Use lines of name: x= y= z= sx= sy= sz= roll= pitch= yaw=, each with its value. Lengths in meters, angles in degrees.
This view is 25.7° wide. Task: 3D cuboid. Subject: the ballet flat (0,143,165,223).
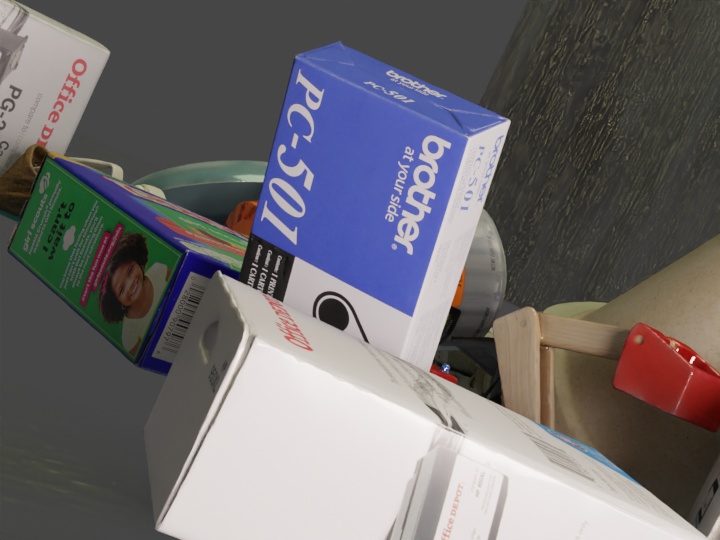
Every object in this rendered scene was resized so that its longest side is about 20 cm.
ballet flat: x=-0.180 y=-0.038 z=1.121 sx=0.200 sy=0.072 sz=0.068 roll=29 pitch=4 yaw=31

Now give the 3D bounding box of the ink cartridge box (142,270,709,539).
ink cartridge box: x=0.018 y=0.087 z=0.642 sx=0.200 sy=0.084 sz=0.145 roll=26 pitch=3 yaw=-13

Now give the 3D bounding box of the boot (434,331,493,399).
boot: x=0.118 y=0.089 z=1.381 sx=0.155 sy=0.072 sz=0.200 roll=29 pitch=0 yaw=37

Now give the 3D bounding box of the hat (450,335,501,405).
hat: x=0.144 y=0.114 z=1.156 sx=0.200 sy=0.081 sz=0.201 roll=23 pitch=-13 yaw=6

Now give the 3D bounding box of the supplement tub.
supplement tub: x=0.000 y=0.000 z=1.200 sx=0.200 sy=0.123 sz=0.123 roll=2 pitch=16 yaw=-30

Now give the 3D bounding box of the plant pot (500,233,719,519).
plant pot: x=0.215 y=0.063 z=0.911 sx=0.200 sy=0.183 sz=0.201 roll=27 pitch=38 yaw=-23

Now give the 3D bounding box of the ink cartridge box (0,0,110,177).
ink cartridge box: x=-0.315 y=-0.151 z=1.217 sx=0.200 sy=0.145 sz=0.083 roll=24 pitch=3 yaw=-30

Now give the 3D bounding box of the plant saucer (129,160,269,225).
plant saucer: x=-0.109 y=-0.049 z=1.264 sx=0.200 sy=0.027 sz=0.200 roll=-5 pitch=-16 yaw=-1

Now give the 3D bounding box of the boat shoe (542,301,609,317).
boat shoe: x=0.227 y=0.078 z=1.180 sx=0.200 sy=0.063 sz=0.071 roll=18 pitch=35 yaw=18

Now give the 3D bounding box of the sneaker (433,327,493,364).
sneaker: x=0.076 y=0.061 z=1.579 sx=0.115 sy=0.075 sz=0.200 roll=23 pitch=-10 yaw=47

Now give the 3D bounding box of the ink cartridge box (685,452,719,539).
ink cartridge box: x=0.217 y=0.146 z=0.705 sx=0.147 sy=0.145 sz=0.200 roll=27 pitch=5 yaw=11

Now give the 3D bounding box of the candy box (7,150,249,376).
candy box: x=-0.097 y=0.013 z=0.954 sx=0.169 sy=0.077 sz=0.200 roll=22 pitch=4 yaw=-39

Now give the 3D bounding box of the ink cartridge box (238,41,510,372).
ink cartridge box: x=-0.007 y=0.005 z=0.737 sx=0.094 sy=0.200 sz=0.044 roll=28 pitch=28 yaw=21

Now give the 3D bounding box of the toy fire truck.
toy fire truck: x=0.085 y=0.073 z=0.847 sx=0.200 sy=0.141 sz=0.049 roll=30 pitch=5 yaw=42
